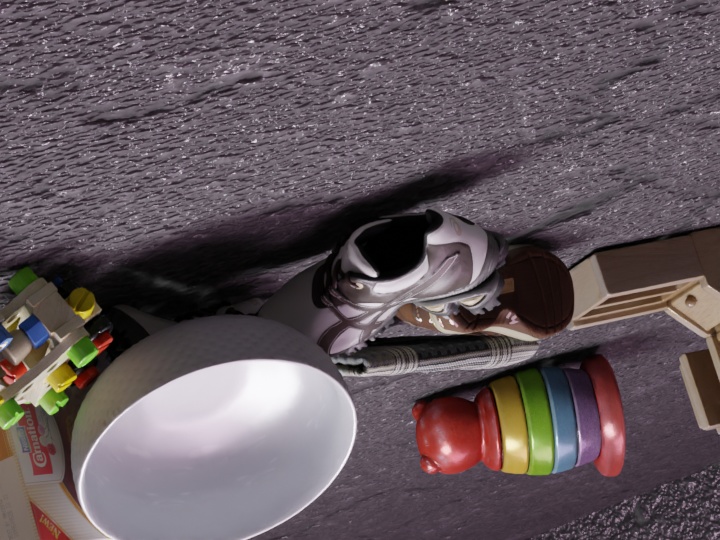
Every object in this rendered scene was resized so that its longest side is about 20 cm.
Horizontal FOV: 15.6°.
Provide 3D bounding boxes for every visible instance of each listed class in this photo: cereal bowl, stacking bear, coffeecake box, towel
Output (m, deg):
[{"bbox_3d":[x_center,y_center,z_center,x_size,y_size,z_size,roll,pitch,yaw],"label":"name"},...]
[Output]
[{"bbox_3d":[-0.108,0.101,1.817,0.199,0.083,0.201,-14,139,-12],"label":"cereal bowl"},{"bbox_3d":[0.152,0.152,2.589,0.199,0.122,0.114,-8,168,-6],"label":"stacking bear"},{"bbox_3d":[-0.205,0.129,1.894,0.073,0.154,0.200,-25,165,34],"label":"coffeecake box"},{"bbox_3d":[0.007,0.074,2.089,0.192,0.035,0.200,-6,-178,-43],"label":"towel"}]

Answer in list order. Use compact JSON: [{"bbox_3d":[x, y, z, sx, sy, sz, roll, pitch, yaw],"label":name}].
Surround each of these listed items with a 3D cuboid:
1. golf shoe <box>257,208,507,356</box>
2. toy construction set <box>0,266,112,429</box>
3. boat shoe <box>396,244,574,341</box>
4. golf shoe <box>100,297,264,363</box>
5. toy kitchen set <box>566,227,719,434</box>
[{"bbox_3d":[0.000,0.000,1.819,0.199,0.078,0.094,-20,143,26],"label":"golf shoe"},{"bbox_3d":[-0.232,0.063,1.724,0.131,0.092,0.200,-38,-174,-26],"label":"toy construction set"},{"bbox_3d":[0.092,0.016,2.036,0.075,0.075,0.202,-3,175,33],"label":"boat shoe"},{"bbox_3d":[-0.114,0.052,1.908,0.078,0.095,0.200,19,170,42],"label":"golf shoe"},{"bbox_3d":[0.267,0.089,2.242,0.180,0.201,0.163,-11,165,-27],"label":"toy kitchen set"}]
